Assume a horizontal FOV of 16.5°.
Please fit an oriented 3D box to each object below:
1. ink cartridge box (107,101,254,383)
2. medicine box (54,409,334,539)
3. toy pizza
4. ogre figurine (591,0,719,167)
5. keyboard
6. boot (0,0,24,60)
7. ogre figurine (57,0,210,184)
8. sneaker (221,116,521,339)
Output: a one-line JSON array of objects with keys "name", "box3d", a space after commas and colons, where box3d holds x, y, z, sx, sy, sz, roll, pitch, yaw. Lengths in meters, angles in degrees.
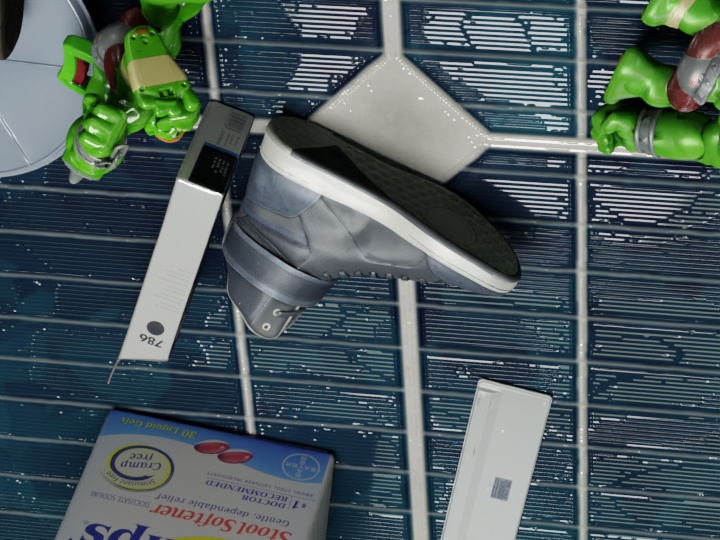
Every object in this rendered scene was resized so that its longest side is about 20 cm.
[{"name": "ink cartridge box", "box3d": [-0.127, -0.013, 1.745, 0.039, 0.100, 0.200, 21, 129, -4]}, {"name": "medicine box", "box3d": [-0.129, 0.219, 1.857, 0.182, 0.200, 0.103, 11, 129, 5]}, {"name": "toy pizza", "box3d": [-0.272, -0.156, 1.713, 0.200, 0.032, 0.200, 6, 122, 10]}, {"name": "ogre figurine", "box3d": [0.228, -0.128, 1.564, 0.120, 0.098, 0.200, 29, 117, 5]}, {"name": "keyboard", "box3d": [0.100, 0.163, 1.882, 0.056, 0.011, 0.200, 10, 129, 0]}, {"name": "boot", "box3d": [-0.299, -0.238, 1.615, 0.150, 0.073, 0.200, 4, 115, 10]}, {"name": "ogre figurine", "box3d": [-0.142, -0.136, 1.613, 0.098, 0.200, 0.120, 13, 153, -18]}, {"name": "sneaker", "box3d": [0.000, -0.001, 1.728, 0.202, 0.077, 0.146, 29, 117, 4]}]
